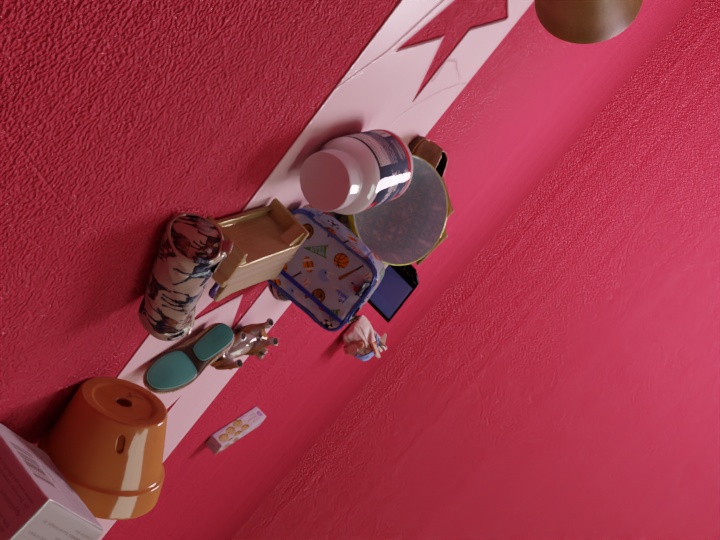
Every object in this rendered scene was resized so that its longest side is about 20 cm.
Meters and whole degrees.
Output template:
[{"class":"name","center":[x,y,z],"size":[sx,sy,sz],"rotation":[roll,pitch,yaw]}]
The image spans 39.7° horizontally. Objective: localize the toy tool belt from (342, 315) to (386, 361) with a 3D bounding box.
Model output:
[{"class":"toy tool belt","center":[0.018,0.213,2.843],"size":[0.125,0.123,0.200],"rotation":[-45,168,-3]}]

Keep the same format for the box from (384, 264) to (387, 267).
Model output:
[{"class":"box","center":[0.000,0.000,1.846],"size":[0.082,0.068,0.200],"rotation":[-49,180,11]}]

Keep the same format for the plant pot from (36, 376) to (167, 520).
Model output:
[{"class":"plant pot","center":[-0.376,0.254,1.492],"size":[0.200,0.198,0.142],"rotation":[-17,133,-66]}]

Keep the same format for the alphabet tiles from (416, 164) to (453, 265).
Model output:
[{"class":"alphabet tiles","center":[0.117,-0.121,1.954],"size":[0.006,0.202,0.166],"rotation":[10,142,-33]}]

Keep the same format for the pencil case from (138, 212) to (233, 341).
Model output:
[{"class":"pencil case","center":[-0.243,0.015,1.359],"size":[0.201,0.089,0.078],"rotation":[-59,-174,45]}]

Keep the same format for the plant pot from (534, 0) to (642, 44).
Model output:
[{"class":"plant pot","center":[0.371,-0.508,1.634],"size":[0.186,0.186,0.200],"rotation":[-44,155,-6]}]

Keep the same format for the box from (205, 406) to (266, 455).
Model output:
[{"class":"box","center":[-0.313,0.402,2.511],"size":[0.039,0.041,0.199],"rotation":[-52,166,30]}]

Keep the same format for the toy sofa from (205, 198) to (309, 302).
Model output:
[{"class":"toy sofa","center":[-0.171,-0.033,1.470],"size":[0.098,0.083,0.199],"rotation":[-51,168,27]}]

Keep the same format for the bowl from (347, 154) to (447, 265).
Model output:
[{"class":"bowl","center":[0.051,-0.116,1.834],"size":[0.200,0.201,0.107],"rotation":[-43,-156,-15]}]

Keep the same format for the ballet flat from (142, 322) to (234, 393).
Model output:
[{"class":"ballet flat","center":[-0.298,0.159,1.712],"size":[0.199,0.071,0.065],"rotation":[-31,176,-41]}]

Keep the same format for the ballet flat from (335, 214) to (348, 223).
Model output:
[{"class":"ballet flat","center":[-0.043,-0.051,1.899],"size":[0.200,0.071,0.071],"rotation":[-49,168,10]}]

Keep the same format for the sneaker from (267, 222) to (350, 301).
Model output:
[{"class":"sneaker","center":[-0.077,-0.012,1.819],"size":[0.200,0.077,0.080],"rotation":[-43,-167,-14]}]

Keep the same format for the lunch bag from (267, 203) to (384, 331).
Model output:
[{"class":"lunch bag","center":[-0.066,0.001,1.667],"size":[0.161,0.200,0.076],"rotation":[-51,176,20]}]

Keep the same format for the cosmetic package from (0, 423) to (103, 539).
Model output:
[{"class":"cosmetic package","center":[-0.486,0.338,1.307],"size":[0.200,0.167,0.167],"rotation":[-43,152,-10]}]

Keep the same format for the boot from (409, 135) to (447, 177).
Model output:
[{"class":"boot","center":[0.096,-0.156,1.911],"size":[0.073,0.075,0.202],"rotation":[23,98,-54]}]

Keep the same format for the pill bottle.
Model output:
[{"class":"pill bottle","center":[-0.008,-0.152,1.563],"size":[0.120,0.120,0.199],"rotation":[-52,166,28]}]

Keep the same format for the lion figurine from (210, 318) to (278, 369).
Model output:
[{"class":"lion figurine","center":[-0.232,0.146,1.878],"size":[0.121,0.073,0.199],"rotation":[-20,177,36]}]

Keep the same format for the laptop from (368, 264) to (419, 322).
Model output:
[{"class":"laptop","center":[0.024,-0.005,2.016],"size":[0.103,0.177,0.200],"rotation":[-45,169,-4]}]
